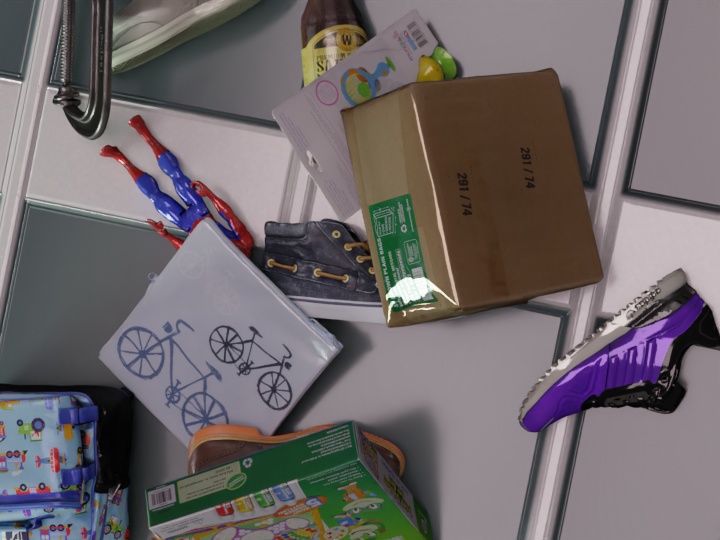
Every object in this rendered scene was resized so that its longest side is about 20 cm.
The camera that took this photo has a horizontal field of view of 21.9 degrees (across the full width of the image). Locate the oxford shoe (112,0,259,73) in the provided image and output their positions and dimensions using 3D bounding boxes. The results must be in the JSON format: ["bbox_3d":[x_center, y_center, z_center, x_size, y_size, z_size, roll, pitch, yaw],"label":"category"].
[{"bbox_3d":[-0.170,-0.246,1.754,0.199,0.075,0.058,-22,87,16],"label":"oxford shoe"}]

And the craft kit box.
[{"bbox_3d":[-0.060,0.222,1.657,0.199,0.198,0.049,-20,56,12],"label":"craft kit box"}]

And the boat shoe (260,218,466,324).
[{"bbox_3d":[0.000,0.000,1.707,0.200,0.071,0.091,3,93,15],"label":"boat shoe"}]

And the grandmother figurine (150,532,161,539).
[{"bbox_3d":[-0.203,0.341,1.743,0.060,0.121,0.200,18,106,-24],"label":"grandmother figurine"}]

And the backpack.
[{"bbox_3d":[-0.308,0.209,1.743,0.182,0.135,0.201,1,92,15],"label":"backpack"}]

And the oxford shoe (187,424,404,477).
[{"bbox_3d":[-0.058,0.187,1.696,0.199,0.073,0.072,0,120,-2],"label":"oxford shoe"}]

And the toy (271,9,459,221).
[{"bbox_3d":[0.009,-0.138,1.672,0.200,0.047,0.115,-39,100,-31],"label":"toy"}]

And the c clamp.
[{"bbox_3d":[-0.267,-0.225,1.767,0.171,0.027,0.201,10,102,57],"label":"c clamp"}]

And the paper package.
[{"bbox_3d":[0.097,-0.065,1.623,0.103,0.190,0.201,-17,84,52],"label":"paper package"}]

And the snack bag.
[{"bbox_3d":[-0.134,0.073,1.736,0.189,0.021,0.200,43,116,12],"label":"snack bag"}]

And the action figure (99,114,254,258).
[{"bbox_3d":[-0.164,-0.056,1.761,0.065,0.052,0.200,-44,82,5],"label":"action figure"}]

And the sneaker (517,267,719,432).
[{"bbox_3d":[0.235,0.096,1.652,0.200,0.070,0.100,-40,83,10],"label":"sneaker"}]

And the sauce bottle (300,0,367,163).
[{"bbox_3d":[-0.025,-0.200,1.722,0.066,0.066,0.201,-7,88,13],"label":"sauce bottle"}]
